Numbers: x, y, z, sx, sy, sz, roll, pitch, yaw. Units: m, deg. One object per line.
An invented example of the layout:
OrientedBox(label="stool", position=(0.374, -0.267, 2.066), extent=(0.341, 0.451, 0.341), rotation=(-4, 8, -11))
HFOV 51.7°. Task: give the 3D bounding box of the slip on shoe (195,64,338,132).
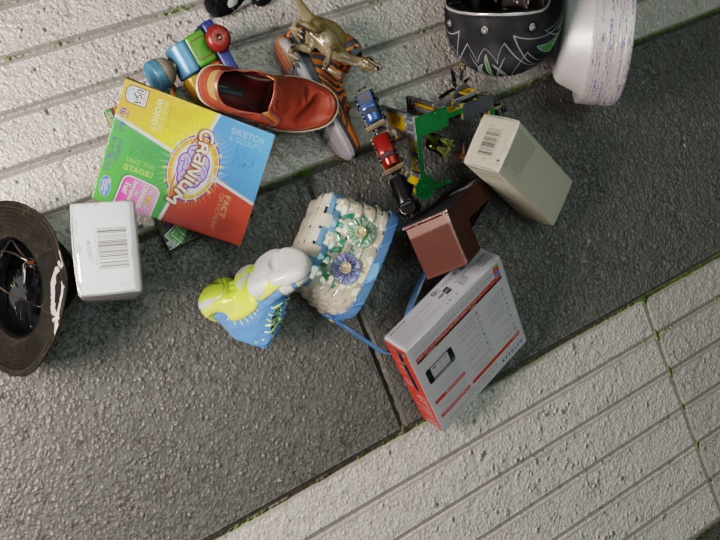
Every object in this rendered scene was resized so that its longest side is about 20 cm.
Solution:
OrientedBox(label="slip on shoe", position=(-0.113, -0.221, 0.960), extent=(0.195, 0.061, 0.076), rotation=(6, 99, -31))

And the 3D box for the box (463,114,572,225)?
OrientedBox(label="box", position=(0.239, -0.147, 1.110), extent=(0.199, 0.068, 0.084), rotation=(32, 83, -48))

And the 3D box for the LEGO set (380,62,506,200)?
OrientedBox(label="LEGO set", position=(0.113, -0.203, 1.119), extent=(0.197, 0.115, 0.157), rotation=(-31, 123, -19))

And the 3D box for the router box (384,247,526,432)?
OrientedBox(label="router box", position=(0.143, 0.100, 1.071), extent=(0.199, 0.048, 0.182), rotation=(-42, 130, -19))

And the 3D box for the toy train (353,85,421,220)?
OrientedBox(label="toy train", position=(0.034, -0.165, 1.019), extent=(0.033, 0.046, 0.204), rotation=(-24, 77, 12))

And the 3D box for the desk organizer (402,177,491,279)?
OrientedBox(label="desk organizer", position=(0.137, -0.065, 1.059), extent=(0.079, 0.070, 0.200), rotation=(64, 30, -8))

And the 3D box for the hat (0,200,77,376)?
OrientedBox(label="hat", position=(-0.397, 0.020, 0.899), extent=(0.080, 0.195, 0.207), rotation=(-6, 97, -65))

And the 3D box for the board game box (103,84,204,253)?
OrientedBox(label="board game box", position=(-0.256, -0.138, 1.004), extent=(0.103, 0.023, 0.204), rotation=(-27, 94, -23))

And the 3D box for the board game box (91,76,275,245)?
OrientedBox(label="board game box", position=(-0.225, -0.137, 0.955), extent=(0.195, 0.040, 0.157), rotation=(17, 99, -19))

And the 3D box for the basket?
OrientedBox(label="basket", position=(0.000, 0.000, 1.023), extent=(0.197, 0.138, 0.180), rotation=(27, 76, -25))

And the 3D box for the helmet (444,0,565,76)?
OrientedBox(label="helmet", position=(0.214, -0.388, 1.109), extent=(0.195, 0.199, 0.196), rotation=(10, 91, -19))

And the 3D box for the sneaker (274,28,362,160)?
OrientedBox(label="sneaker", position=(-0.031, -0.268, 1.069), extent=(0.111, 0.077, 0.203), rotation=(-32, 96, -19))

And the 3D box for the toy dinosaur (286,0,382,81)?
OrientedBox(label="toy dinosaur", position=(-0.062, -0.327, 1.025), extent=(0.200, 0.058, 0.101), rotation=(46, 51, -5))

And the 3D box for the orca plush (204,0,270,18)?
OrientedBox(label="orca plush", position=(-0.143, -0.441, 1.046), extent=(0.199, 0.071, 0.106), rotation=(-38, 98, -19))

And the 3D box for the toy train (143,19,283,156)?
OrientedBox(label="toy train", position=(-0.195, -0.216, 0.998), extent=(0.115, 0.084, 0.203), rotation=(-35, 107, -21))

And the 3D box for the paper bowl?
OrientedBox(label="paper bowl", position=(0.359, -0.365, 1.163), extent=(0.101, 0.201, 0.207), rotation=(5, 82, 8))

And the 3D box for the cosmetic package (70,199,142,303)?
OrientedBox(label="cosmetic package", position=(-0.300, -0.017, 0.881), extent=(0.072, 0.199, 0.105), rotation=(-5, 86, -20))

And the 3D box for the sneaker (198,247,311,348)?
OrientedBox(label="sneaker", position=(-0.118, 0.040, 0.965), extent=(0.106, 0.197, 0.077), rotation=(52, 44, -25))
